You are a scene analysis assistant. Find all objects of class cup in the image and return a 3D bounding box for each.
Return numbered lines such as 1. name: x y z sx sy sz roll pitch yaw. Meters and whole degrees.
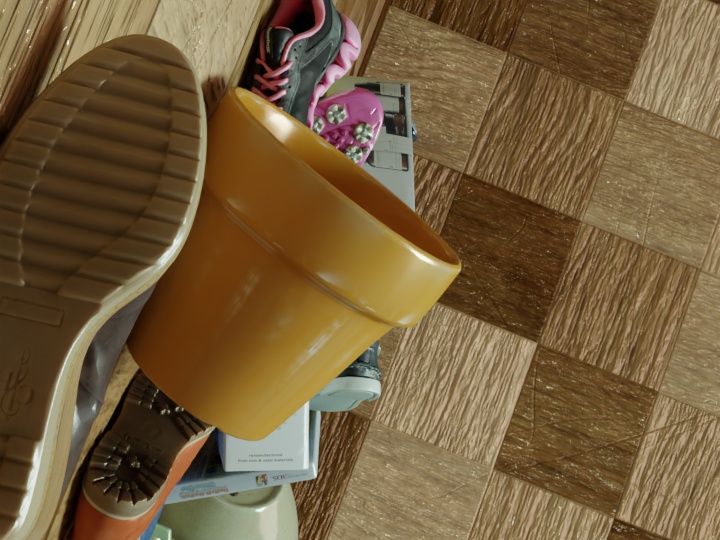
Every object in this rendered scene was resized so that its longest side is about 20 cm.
1. cup: -0.151 0.272 1.464 0.201 0.198 0.144 -70 -177 -51

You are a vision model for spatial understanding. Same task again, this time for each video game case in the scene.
1. video game case: -0.132 0.189 1.358 0.200 0.180 0.023 -93 173 -79

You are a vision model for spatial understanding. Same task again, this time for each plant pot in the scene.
1. plant pot: -0.062 0.007 0.902 0.184 0.199 0.200 -52 -176 10

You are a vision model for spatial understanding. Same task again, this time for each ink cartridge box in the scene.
1. ink cartridge box: -0.096 0.077 1.254 0.144 0.083 0.203 -150 -118 -78

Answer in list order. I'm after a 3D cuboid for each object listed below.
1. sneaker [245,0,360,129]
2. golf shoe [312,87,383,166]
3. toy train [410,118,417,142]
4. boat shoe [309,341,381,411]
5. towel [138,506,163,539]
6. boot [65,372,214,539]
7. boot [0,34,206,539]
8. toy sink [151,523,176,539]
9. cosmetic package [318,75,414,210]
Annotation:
1. sneaker: -0.066 -0.148 1.034 0.096 0.078 0.202 66 39 -59
2. golf shoe: -0.061 -0.095 1.134 0.199 0.075 0.092 -40 -156 19
3. toy train: -0.035 -0.100 1.309 0.199 0.086 0.114 -31 -166 0
4. boat shoe: -0.028 0.107 1.334 0.199 0.075 0.061 -22 -120 61
5. towel: -0.194 0.176 1.209 0.112 0.048 0.202 116 -5 -80
6. boot: -0.175 0.156 1.044 0.108 0.074 0.200 -65 175 31
7. boot: -0.125 0.015 0.515 0.166 0.072 0.202 159 -49 -73
8. toy sink: -0.219 0.329 1.328 0.130 0.111 0.202 -94 -155 -88
9. cosmetic package: 0.005 -0.078 1.174 0.051 0.081 0.202 113 -22 -62
